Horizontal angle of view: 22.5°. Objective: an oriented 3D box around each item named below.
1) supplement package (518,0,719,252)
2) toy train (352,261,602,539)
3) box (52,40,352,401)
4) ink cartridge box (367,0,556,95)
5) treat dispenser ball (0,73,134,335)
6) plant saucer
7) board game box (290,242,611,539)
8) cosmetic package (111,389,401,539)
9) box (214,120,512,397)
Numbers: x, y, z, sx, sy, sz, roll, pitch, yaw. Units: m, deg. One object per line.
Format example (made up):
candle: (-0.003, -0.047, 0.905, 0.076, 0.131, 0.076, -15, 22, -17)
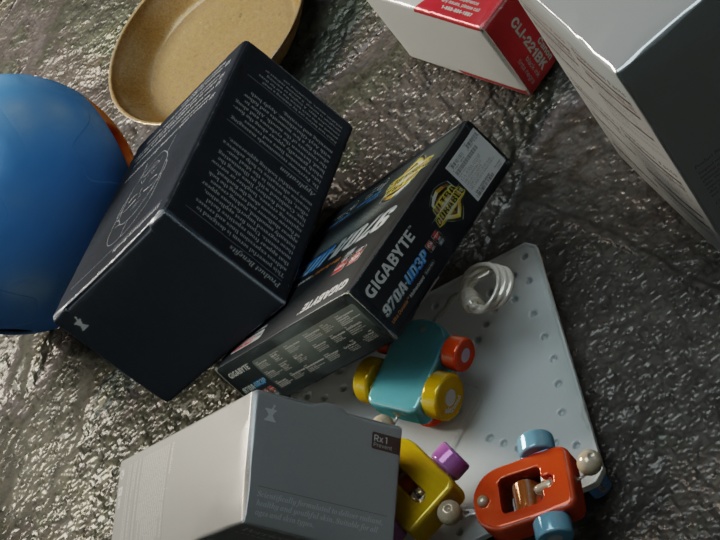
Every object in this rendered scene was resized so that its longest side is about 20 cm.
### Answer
supplement package: (0.214, -0.143, 1.118, 0.152, 0.200, 0.151, -40, 43, 2)
toy train: (0.072, 0.100, 1.108, 0.149, 0.056, 0.201, -26, 48, 16)
box: (-0.108, -0.036, 1.281, 0.148, 0.107, 0.201, -38, 21, 39)
ink cartridge box: (0.119, -0.247, 1.358, 0.144, 0.084, 0.201, 25, 75, 46)
treat dispenser ball: (-0.268, -0.051, 1.409, 0.199, 0.201, 0.202, -20, 47, 23)
plant saucer: (-0.123, -0.196, 1.535, 0.199, 0.035, 0.202, -20, 48, 24)
board game box: (0.052, 0.102, 1.176, 0.199, 0.026, 0.201, -28, 45, 17)
cosmetic package: (-0.068, 0.144, 1.113, 0.200, 0.106, 0.091, -28, 51, 57)
box: (0.000, 0.000, 1.194, 0.159, 0.046, 0.200, -55, 13, -31)
